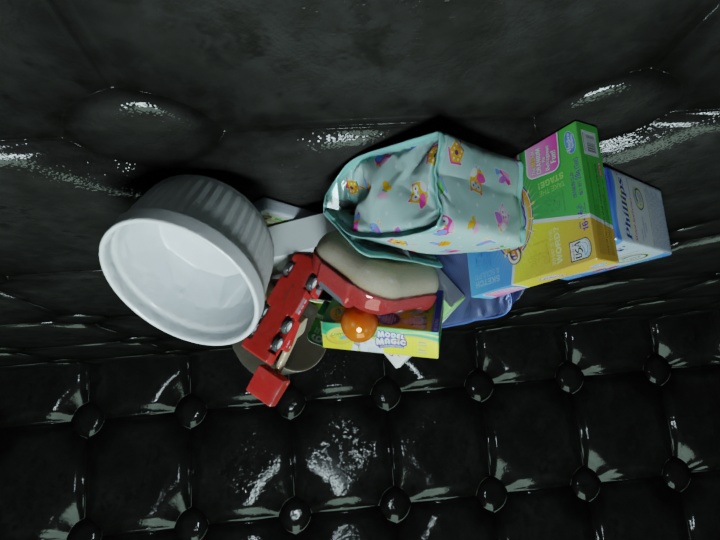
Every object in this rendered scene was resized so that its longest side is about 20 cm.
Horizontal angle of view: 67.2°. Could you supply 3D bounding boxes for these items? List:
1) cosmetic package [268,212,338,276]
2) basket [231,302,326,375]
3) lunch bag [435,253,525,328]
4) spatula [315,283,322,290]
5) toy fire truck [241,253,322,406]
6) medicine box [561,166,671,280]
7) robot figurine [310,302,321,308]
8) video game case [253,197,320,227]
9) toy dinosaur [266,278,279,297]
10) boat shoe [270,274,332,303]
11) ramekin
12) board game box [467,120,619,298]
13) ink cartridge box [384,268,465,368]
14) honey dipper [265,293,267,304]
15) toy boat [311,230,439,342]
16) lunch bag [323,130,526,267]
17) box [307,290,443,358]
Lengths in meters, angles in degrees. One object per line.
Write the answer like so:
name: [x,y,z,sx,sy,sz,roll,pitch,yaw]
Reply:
cosmetic package: [-0.095,-0.036,0.788,0.193,0.053,0.082,-11,165,24]
basket: [-0.145,0.111,0.966,0.133,0.187,0.198,-22,-174,-27]
lunch bag: [0.187,0.009,0.943,0.195,0.141,0.131,-13,-173,38]
spatula: [0.000,0.000,0.793,0.055,0.021,0.197,-17,180,39]
toy fire truck: [-0.107,0.087,0.772,0.048,0.204,0.141,27,170,15]
medicine box: [0.341,-0.061,0.828,0.195,0.107,0.179,5,164,-39]
robot figurine: [-0.054,0.029,1.027,0.169,0.120,0.200,16,171,12]
video game case: [-0.127,-0.058,0.849,0.178,0.023,0.196,-16,162,40]
toy dinosaur: [-0.140,0.033,0.812,0.102,0.063,0.200,3,164,-17]
boat shoe: [-0.075,0.017,0.894,0.192,0.075,0.060,11,-173,2]
ramekin: [-0.195,-0.016,0.650,0.192,0.107,0.204,10,136,9]
board game box: [0.206,-0.062,0.662,0.039,0.159,0.198,4,164,-29]
ink cartridge box: [0.070,0.077,0.920,0.067,0.117,0.202,-23,155,-54]
honey dipper: [-0.203,-0.004,0.768,0.196,0.039,0.038,30,-177,26]
toy boat: [0.014,0.031,0.700,0.129,0.134,0.197,35,-159,30]
lunch bag: [0.070,-0.073,0.642,0.166,0.127,0.196,6,171,-42]
box: [0.024,0.069,0.800,0.192,0.050,0.118,2,-152,12]
